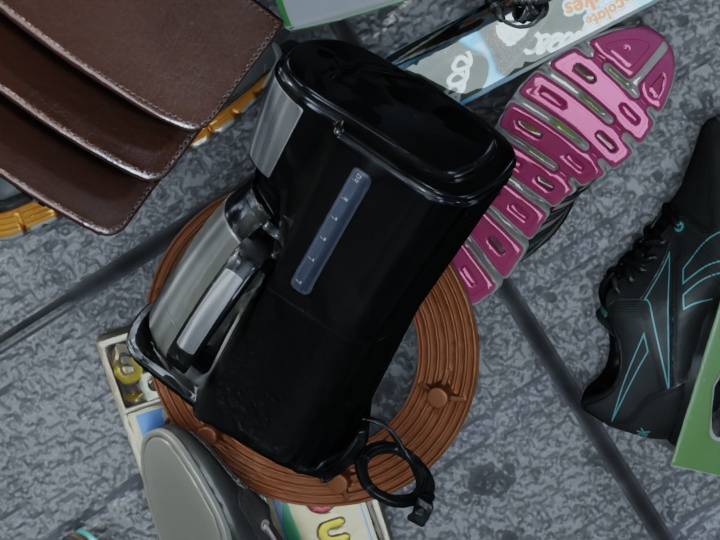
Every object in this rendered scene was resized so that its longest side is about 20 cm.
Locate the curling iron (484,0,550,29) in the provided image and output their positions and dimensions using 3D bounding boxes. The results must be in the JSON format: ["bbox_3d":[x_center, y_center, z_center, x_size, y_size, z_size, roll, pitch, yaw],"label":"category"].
[{"bbox_3d":[0.111,-0.211,1.554,0.050,0.200,0.026,2,141,27],"label":"curling iron"}]

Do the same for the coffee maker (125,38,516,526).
[{"bbox_3d":[0.000,0.000,1.516,0.192,0.135,0.200,25,119,-12],"label":"coffee maker"}]

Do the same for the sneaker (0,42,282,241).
[{"bbox_3d":[-0.138,-0.090,1.614,0.200,0.078,0.077,-26,93,5],"label":"sneaker"}]

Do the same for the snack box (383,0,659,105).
[{"bbox_3d":[0.105,-0.145,1.583,0.200,0.116,0.037,-27,99,4],"label":"snack box"}]

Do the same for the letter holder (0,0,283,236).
[{"bbox_3d":[-0.168,-0.128,1.476,0.200,0.101,0.142,37,76,-6],"label":"letter holder"}]

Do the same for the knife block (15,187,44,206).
[{"bbox_3d":[-0.242,-0.110,1.573,0.200,0.064,0.176,-7,73,6],"label":"knife block"}]

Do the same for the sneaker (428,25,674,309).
[{"bbox_3d":[0.105,-0.067,1.608,0.074,0.087,0.200,39,107,-1],"label":"sneaker"}]

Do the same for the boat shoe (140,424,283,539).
[{"bbox_3d":[-0.066,0.174,1.647,0.057,0.067,0.200,-33,100,-40],"label":"boat shoe"}]

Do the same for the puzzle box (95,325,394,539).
[{"bbox_3d":[-0.064,0.113,1.673,0.133,0.025,0.200,-19,99,2],"label":"puzzle box"}]

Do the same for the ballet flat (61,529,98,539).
[{"bbox_3d":[-0.122,0.246,1.667,0.200,0.068,0.068,46,70,-7],"label":"ballet flat"}]

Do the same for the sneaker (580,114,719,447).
[{"bbox_3d":[0.182,0.005,1.631,0.079,0.075,0.200,10,99,0],"label":"sneaker"}]

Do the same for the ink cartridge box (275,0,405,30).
[{"bbox_3d":[0.010,-0.227,1.523,0.083,0.200,0.147,-14,100,27],"label":"ink cartridge box"}]

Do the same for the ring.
[{"bbox_3d":[-0.031,0.045,1.614,0.200,0.019,0.201,4,106,14],"label":"ring"}]

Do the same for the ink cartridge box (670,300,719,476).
[{"bbox_3d":[0.270,0.080,1.624,0.200,0.059,0.104,14,99,-21],"label":"ink cartridge box"}]
